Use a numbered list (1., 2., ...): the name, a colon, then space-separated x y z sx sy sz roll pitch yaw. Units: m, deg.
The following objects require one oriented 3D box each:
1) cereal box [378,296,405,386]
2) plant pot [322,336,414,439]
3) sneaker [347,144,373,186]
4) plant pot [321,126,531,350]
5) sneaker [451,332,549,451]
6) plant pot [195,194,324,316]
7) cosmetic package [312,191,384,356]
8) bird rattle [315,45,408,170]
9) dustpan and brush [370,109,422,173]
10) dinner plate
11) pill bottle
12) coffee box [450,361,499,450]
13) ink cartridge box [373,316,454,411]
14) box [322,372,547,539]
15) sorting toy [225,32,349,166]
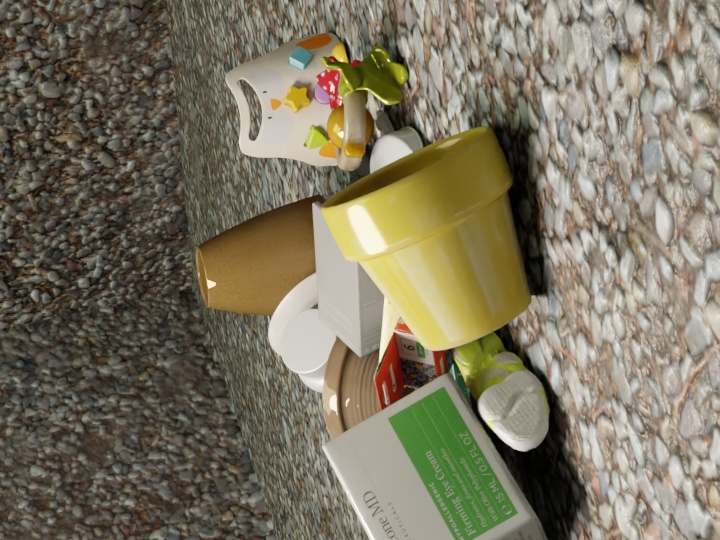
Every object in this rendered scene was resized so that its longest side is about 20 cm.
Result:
1. cereal box: 0.059 0.038 1.703 0.200 0.039 0.144 -57 -27 -68
2. plant pot: 0.040 0.164 1.909 0.092 0.201 0.202 2 108 35
3. sneaker: 0.005 -0.093 1.930 0.076 0.090 0.201 96 159 -58
4. plant pot: 0.087 -0.027 1.472 0.189 0.200 0.201 64 169 -10
5. sneaker: 0.166 0.151 1.554 0.200 0.076 0.105 -113 2 -52
6. plant pot: -0.142 -0.006 2.083 0.186 0.199 0.187 169 90 -77
7. cosmetic package: 0.000 0.000 1.815 0.107 0.090 0.201 43 143 40
8. bird rattle: -0.020 -0.213 1.821 0.200 0.112 0.164 164 110 -73
9. dustpan and brush: 0.044 -0.150 1.821 0.200 0.057 0.140 57 146 41
10. dinner plate: -0.041 0.067 2.030 0.024 0.200 0.201 56 156 34
11. pill bottle: -0.023 0.131 1.998 0.200 0.116 0.116 34 -150 -53
12. coffee box: 0.131 0.180 1.747 0.123 0.044 0.201 180 79 -77
13. ink cartridge box: 0.077 0.080 1.592 0.109 0.050 0.200 78 -149 -49
14. box: 0.089 0.262 1.556 0.199 0.171 0.200 60 180 29
15. sorting toy: -0.102 -0.246 2.039 0.107 0.179 0.201 172 85 -77
